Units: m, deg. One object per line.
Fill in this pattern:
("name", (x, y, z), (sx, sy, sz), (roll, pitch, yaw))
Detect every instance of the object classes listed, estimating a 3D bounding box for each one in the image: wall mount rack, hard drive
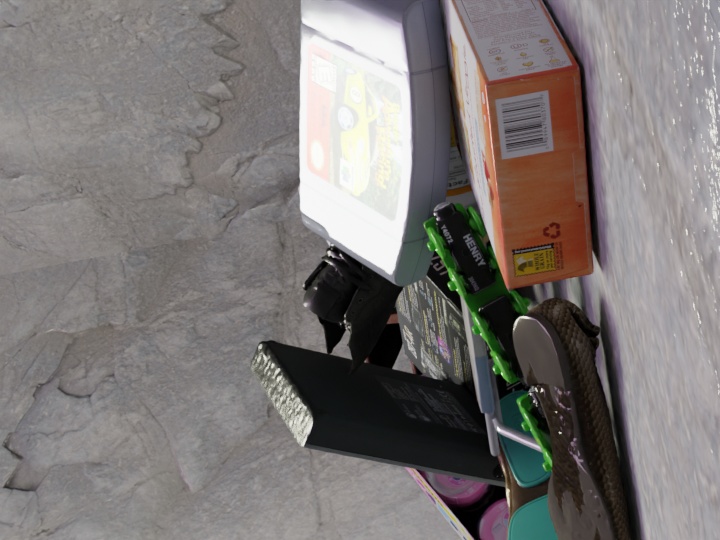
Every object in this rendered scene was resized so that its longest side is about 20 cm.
("wall mount rack", (0.114, 0.052, 1.089), (0.174, 0.074, 0.201), (-95, -6, -64))
("hard drive", (0.021, 0.116, 1.252), (0.033, 0.199, 0.140), (-67, 29, 15))

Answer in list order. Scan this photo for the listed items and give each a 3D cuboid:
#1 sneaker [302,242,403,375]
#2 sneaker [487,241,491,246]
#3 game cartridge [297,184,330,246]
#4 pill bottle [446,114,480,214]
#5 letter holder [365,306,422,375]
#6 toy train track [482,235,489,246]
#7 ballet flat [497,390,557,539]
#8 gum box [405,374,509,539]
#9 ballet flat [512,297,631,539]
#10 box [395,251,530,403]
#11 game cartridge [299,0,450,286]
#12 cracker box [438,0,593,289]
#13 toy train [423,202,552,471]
("sneaker", (-0.002, -0.002, 1.181), (0.060, 0.104, 0.200), (38, 166, 24))
("sneaker", (0.093, -0.081, 1.406), (0.078, 0.075, 0.201), (44, -146, -62))
("game cartridge", (0.039, -0.024, 1.472), (0.199, 0.038, 0.130), (11, -136, -46))
("pill bottle", (0.059, -0.117, 1.147), (0.201, 0.110, 0.112), (80, 179, -48))
("letter holder", (0.075, 0.073, 1.610), (0.200, 0.100, 0.143), (-60, -41, -67))
("toy train track", (0.102, -0.035, 1.252), (0.115, 0.032, 0.201), (47, -156, -23))
("ballet flat", (0.143, 0.184, 1.173), (0.072, 0.067, 0.201), (51, -160, -40))
("gum box", (0.093, 0.190, 1.400), (0.200, 0.066, 0.114), (50, 174, 15))
("ballet flat", (0.140, 0.110, 0.946), (0.067, 0.046, 0.201), (8, 118, 56))
("box", (0.090, 0.060, 1.346), (0.160, 0.043, 0.201), (48, 163, 33))
("game cartridge", (0.008, -0.097, 1.033), (0.133, 0.041, 0.201), (29, 128, 43))
("cracker box", (0.091, -0.099, 0.942), (0.200, 0.057, 0.135), (-100, 0, -59))
("toy train", (0.098, 0.045, 0.998), (0.201, 0.042, 0.056), (62, 179, -3))
